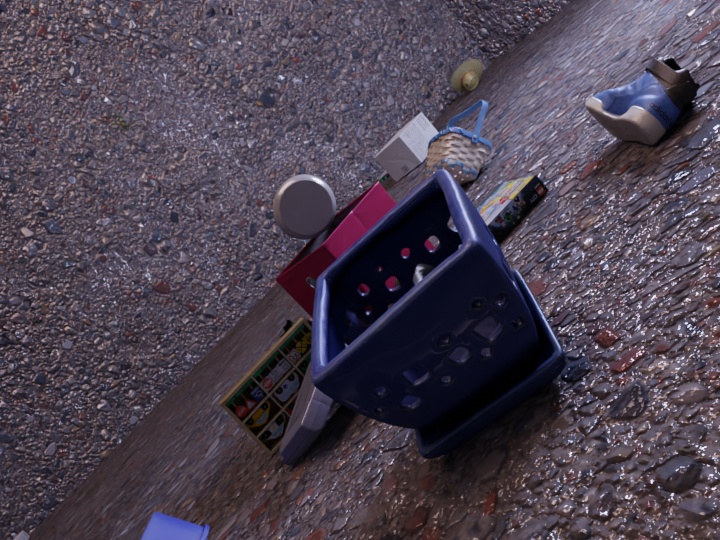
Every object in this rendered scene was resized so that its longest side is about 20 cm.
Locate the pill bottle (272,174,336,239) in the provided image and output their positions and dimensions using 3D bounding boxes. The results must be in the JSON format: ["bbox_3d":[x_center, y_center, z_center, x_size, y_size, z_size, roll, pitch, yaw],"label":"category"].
[{"bbox_3d":[-0.104,-0.118,1.161,0.116,0.116,0.200,-43,9,-1],"label":"pill bottle"}]

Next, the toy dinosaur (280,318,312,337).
[{"bbox_3d":[-0.088,0.139,1.333,0.135,0.103,0.200,-23,-18,-33],"label":"toy dinosaur"}]

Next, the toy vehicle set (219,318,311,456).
[{"bbox_3d":[-0.127,0.197,1.077,0.200,0.124,0.026,-46,10,-15],"label":"toy vehicle set"}]

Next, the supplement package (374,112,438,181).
[{"bbox_3d":[0.204,-0.519,2.655,0.200,0.147,0.191,-50,12,-35],"label":"supplement package"}]

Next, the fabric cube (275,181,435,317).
[{"bbox_3d":[0.000,0.000,1.170,0.196,0.200,0.200,-29,17,52],"label":"fabric cube"}]

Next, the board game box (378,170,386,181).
[{"bbox_3d":[0.191,-0.543,3.164,0.200,0.026,0.200,-38,12,35],"label":"board game box"}]

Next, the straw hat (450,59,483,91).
[{"bbox_3d":[0.580,-1.004,3.327,0.201,0.200,0.086,-40,54,22],"label":"straw hat"}]

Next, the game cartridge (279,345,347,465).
[{"bbox_3d":[-0.066,0.182,0.963,0.201,0.040,0.134,-73,8,-45],"label":"game cartridge"}]

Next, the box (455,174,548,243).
[{"bbox_3d":[0.216,-0.077,1.087,0.200,0.038,0.137,-45,10,-8],"label":"box"}]

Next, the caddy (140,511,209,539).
[{"bbox_3d":[-0.243,0.398,0.779,0.200,0.104,0.143,-100,35,-78],"label":"caddy"}]

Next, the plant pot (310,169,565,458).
[{"bbox_3d":[0.079,0.050,0.637,0.200,0.180,0.201,-41,21,17],"label":"plant pot"}]

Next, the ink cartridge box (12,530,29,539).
[{"bbox_3d":[-1.450,1.177,2.568,0.161,0.050,0.200,-45,14,-6],"label":"ink cartridge box"}]

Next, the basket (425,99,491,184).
[{"bbox_3d":[0.249,-0.316,1.596,0.176,0.138,0.202,165,120,-69],"label":"basket"}]

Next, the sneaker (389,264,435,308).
[{"bbox_3d":[0.089,0.049,1.019,0.090,0.076,0.201,-17,37,55],"label":"sneaker"}]

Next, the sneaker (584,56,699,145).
[{"bbox_3d":[0.409,-0.252,0.912,0.111,0.077,0.200,-47,13,12],"label":"sneaker"}]
